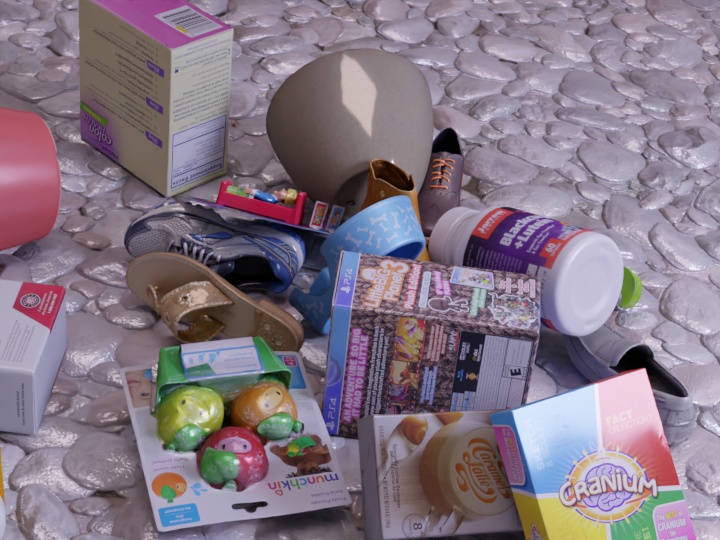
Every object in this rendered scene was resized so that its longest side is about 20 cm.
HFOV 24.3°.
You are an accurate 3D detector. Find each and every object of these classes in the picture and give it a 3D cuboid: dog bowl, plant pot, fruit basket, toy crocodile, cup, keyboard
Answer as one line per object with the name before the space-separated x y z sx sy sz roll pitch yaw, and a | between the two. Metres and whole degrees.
dog bowl | 0.000 0.000 1.732 0.111 0.200 0.050 -22 71 -34
plant pot | -0.433 -0.097 1.813 0.177 0.201 0.200 -5 35 -34
fruit basket | -0.120 0.151 1.577 0.185 0.094 0.200 -5 40 -16
toy crocodile | 0.220 -0.005 1.886 0.199 0.062 0.068 13 -5 12
cup | 0.001 -0.134 1.935 0.200 0.201 0.143 -4 50 -14
keyboard | -0.116 -0.035 1.913 0.199 0.011 0.056 13 35 9

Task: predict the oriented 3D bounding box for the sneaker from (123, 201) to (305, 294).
sneaker | -0.162 -0.017 1.826 0.199 0.077 0.085 6 39 0

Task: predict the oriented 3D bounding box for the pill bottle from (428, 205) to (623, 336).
pill bottle | 0.171 -0.007 1.787 0.111 0.112 0.200 -25 30 -37

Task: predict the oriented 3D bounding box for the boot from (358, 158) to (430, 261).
boot | 0.047 -0.021 1.802 0.071 0.144 0.201 -11 39 -23

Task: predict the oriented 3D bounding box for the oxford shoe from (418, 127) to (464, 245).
oxford shoe | 0.088 -0.100 1.983 0.071 0.073 0.200 8 35 1

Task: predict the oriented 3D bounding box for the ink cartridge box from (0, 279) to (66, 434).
ink cartridge box | -0.402 0.075 1.644 0.199 0.083 0.146 7 35 0

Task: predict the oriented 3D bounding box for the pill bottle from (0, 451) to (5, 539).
pill bottle | -0.367 0.194 1.456 0.111 0.111 0.200 -3 36 -13

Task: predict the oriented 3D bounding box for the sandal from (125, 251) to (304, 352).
sandal | -0.165 0.046 1.731 0.211 0.078 0.070 22 32 14

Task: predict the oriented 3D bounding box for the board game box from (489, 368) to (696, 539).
board game box | 0.212 0.203 1.486 0.153 0.200 0.040 -15 -4 -27

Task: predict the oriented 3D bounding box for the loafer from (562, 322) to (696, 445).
loafer | 0.280 0.099 1.732 0.070 0.070 0.200 -15 40 -28

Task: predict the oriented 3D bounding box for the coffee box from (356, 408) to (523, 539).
coffee box | 0.104 0.185 1.530 0.199 0.080 0.115 -3 80 -12

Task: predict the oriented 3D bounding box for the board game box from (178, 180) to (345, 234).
board game box | -0.103 -0.078 1.862 0.200 0.039 0.158 12 3 -42

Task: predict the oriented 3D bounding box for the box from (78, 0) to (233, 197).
box | -0.246 -0.222 1.992 0.097 0.200 0.176 -25 45 -38

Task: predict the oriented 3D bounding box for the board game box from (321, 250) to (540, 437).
board game box | 0.067 0.083 1.643 0.199 0.160 0.097 8 34 1
